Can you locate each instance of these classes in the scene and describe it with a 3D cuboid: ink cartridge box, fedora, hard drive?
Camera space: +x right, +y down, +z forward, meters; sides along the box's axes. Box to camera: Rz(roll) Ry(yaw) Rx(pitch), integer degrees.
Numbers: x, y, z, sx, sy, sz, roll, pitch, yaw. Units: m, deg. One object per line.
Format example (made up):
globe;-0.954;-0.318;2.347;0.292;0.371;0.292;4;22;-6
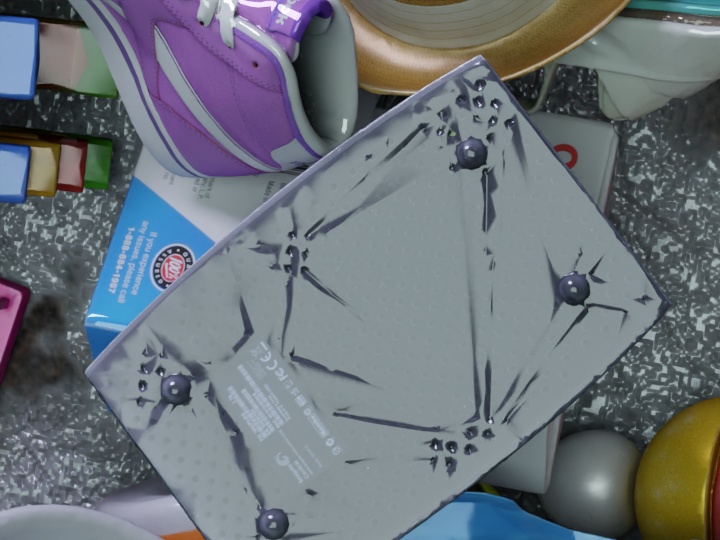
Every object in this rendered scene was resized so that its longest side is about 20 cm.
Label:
ink cartridge box;0.000;0.000;1.065;0.199;0.085;0.147;11;59;8
fedora;0.034;-0.171;0.995;0.199;0.082;0.202;-6;66;14
hard drive;0.007;0.027;0.970;0.200;0.042;0.135;-38;84;8

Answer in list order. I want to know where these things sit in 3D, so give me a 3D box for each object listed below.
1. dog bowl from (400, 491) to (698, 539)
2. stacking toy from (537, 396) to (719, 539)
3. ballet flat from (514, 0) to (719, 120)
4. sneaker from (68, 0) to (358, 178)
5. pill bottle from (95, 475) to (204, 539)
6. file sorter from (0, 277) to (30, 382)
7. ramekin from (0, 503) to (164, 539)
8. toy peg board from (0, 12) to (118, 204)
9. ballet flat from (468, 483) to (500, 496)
dog bowl;0.086;0.155;1.008;0.198;0.050;0.112;12;86;3
stacking toy;0.170;0.100;1.075;0.199;0.146;0.147;3;95;28
ballet flat;0.089;-0.096;1.039;0.199;0.069;0.070;9;96;17
sneaker;-0.065;-0.125;0.964;0.114;0.073;0.201;1;133;47
pill bottle;-0.042;0.187;1.104;0.113;0.114;0.201;-12;93;10
file sorter;-0.260;0.083;1.126;0.138;0.125;0.201;21;98;8
ramekin;-0.129;0.203;0.982;0.098;0.200;0.201;-32;89;45
toy peg board;-0.147;-0.113;1.065;0.097;0.199;0.202;5;96;-7
ballet flat;0.042;0.122;1.108;0.067;0.067;0.201;-32;89;9
